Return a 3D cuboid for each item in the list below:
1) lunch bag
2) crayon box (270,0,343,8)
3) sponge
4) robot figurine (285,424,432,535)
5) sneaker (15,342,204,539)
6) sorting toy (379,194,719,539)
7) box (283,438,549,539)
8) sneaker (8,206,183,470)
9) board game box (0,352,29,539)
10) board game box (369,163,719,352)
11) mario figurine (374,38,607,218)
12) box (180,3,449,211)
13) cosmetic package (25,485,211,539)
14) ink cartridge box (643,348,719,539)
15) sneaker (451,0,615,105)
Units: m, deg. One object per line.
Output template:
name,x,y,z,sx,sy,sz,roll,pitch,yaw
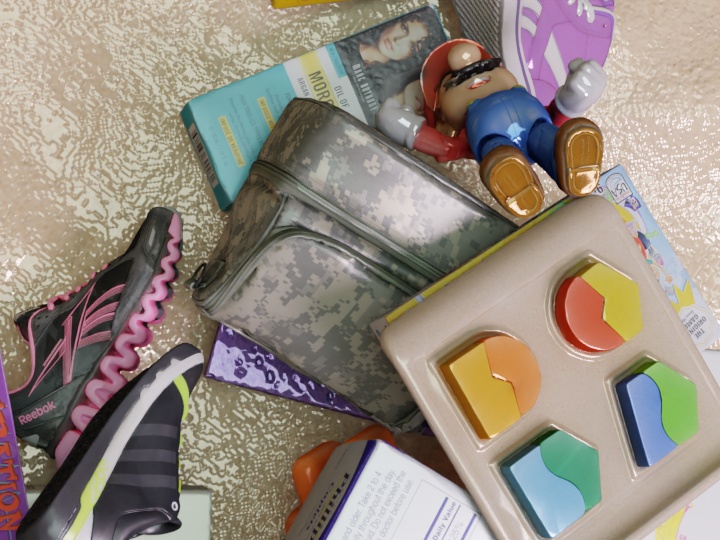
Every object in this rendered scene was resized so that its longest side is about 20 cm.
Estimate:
lunch bag,0.000,0.000,1.284,0.200,0.139,0.168,32,91,-18
crayon box,0.002,-0.253,1.344,0.199,0.126,0.052,-8,60,-13
sponge,-0.005,0.049,1.366,0.199,0.030,0.112,16,82,-11
robot figurine,0.018,0.213,1.313,0.143,0.117,0.201,-22,90,-17
sneaker,-0.147,0.136,1.218,0.083,0.072,0.200,42,51,-11
sorting toy,0.135,0.076,1.177,0.185,0.036,0.201,-33,91,-20
box,0.036,0.235,1.200,0.199,0.105,0.185,32,77,-10
sneaker,-0.192,0.036,1.309,0.095,0.079,0.201,26,78,3
board game box,-0.279,0.128,1.202,0.119,0.032,0.201,-7,66,-20
board game box,0.123,0.038,1.218,0.200,0.034,0.135,-33,92,-20
mario figurine,0.087,-0.112,1.268,0.123,0.200,0.106,13,107,-22
box,-0.024,-0.119,1.367,0.199,0.049,0.083,-24,90,-14
cosmetic package,-0.205,0.190,1.271,0.199,0.103,0.088,1,84,-11
ink cartridge box,0.192,0.127,1.329,0.199,0.145,0.146,4,84,-22
sneaker,0.129,-0.204,1.365,0.114,0.073,0.201,-31,135,-18
